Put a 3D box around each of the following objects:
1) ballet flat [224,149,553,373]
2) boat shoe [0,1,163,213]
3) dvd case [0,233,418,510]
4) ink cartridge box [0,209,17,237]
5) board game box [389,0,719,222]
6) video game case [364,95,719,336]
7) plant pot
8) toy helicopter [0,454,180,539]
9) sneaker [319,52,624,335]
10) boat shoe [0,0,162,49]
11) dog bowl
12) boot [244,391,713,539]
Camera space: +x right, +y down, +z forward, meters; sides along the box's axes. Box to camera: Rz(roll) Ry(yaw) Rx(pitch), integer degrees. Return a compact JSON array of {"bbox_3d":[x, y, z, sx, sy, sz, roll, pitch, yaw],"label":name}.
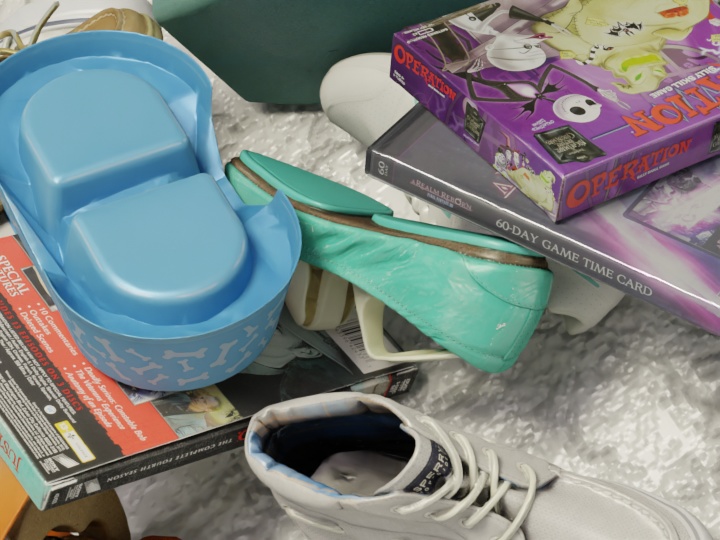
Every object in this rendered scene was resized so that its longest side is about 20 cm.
[{"bbox_3d":[0.000,0.000,0.977,0.200,0.067,0.071,21,98,44],"label":"ballet flat"},{"bbox_3d":[-0.185,-0.067,1.075,0.200,0.063,0.073,-40,29,0],"label":"boat shoe"},{"bbox_3d":[-0.092,0.027,0.990,0.199,0.022,0.146,-17,50,-36],"label":"dvd case"},{"bbox_3d":[-0.188,0.056,1.082,0.200,0.068,0.116,-38,53,3],"label":"ink cartridge box"},{"bbox_3d":[0.127,-0.093,0.963,0.199,0.032,0.120,-22,51,-29],"label":"board game box"},{"bbox_3d":[0.123,-0.042,0.936,0.199,0.019,0.143,26,44,21],"label":"video game case"},{"bbox_3d":[0.003,-0.171,1.070,0.199,0.141,0.142,-18,57,25],"label":"plant pot"},{"bbox_3d":[-0.152,0.168,0.944,0.079,0.132,0.200,0,50,27],"label":"toy helicopter"},{"bbox_3d":[0.048,-0.040,1.014,0.200,0.070,0.080,29,84,35],"label":"sneaker"},{"bbox_3d":[-0.191,-0.075,1.153,0.201,0.075,0.086,-19,56,20],"label":"boat shoe"},{"bbox_3d":[-0.101,-0.026,0.977,0.111,0.050,0.200,-20,51,-18],"label":"dog bowl"},{"bbox_3d":[0.045,0.101,0.920,0.199,0.096,0.074,5,66,29],"label":"boot"}]
